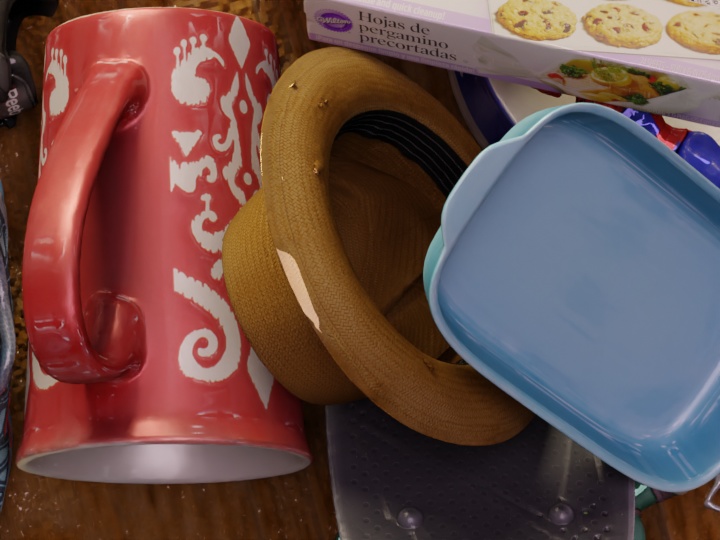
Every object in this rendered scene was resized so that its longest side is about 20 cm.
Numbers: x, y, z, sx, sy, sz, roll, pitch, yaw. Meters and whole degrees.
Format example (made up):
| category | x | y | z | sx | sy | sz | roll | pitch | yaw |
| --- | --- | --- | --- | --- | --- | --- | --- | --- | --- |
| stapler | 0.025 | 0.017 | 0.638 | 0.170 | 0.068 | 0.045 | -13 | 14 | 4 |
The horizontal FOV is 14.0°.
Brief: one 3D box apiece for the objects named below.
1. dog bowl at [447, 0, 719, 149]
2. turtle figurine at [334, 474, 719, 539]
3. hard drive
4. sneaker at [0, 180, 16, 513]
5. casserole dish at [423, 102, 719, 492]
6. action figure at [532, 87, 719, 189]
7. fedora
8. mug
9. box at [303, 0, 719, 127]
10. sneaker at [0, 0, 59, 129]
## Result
| category | x | y | z | sx | sy | sz | roll | pitch | yaw |
| --- | --- | --- | --- | --- | --- | --- | --- | --- | --- |
| dog bowl | 0.142 | -0.120 | 1.389 | 0.200 | 0.079 | 0.200 | 1 | 82 | -5 |
| turtle figurine | 0.096 | 0.133 | 1.333 | 0.200 | 0.101 | 0.150 | 22 | 36 | 10 |
| hard drive | 0.051 | 0.068 | 1.305 | 0.135 | 0.042 | 0.200 | -2 | 41 | -1 |
| sneaker | -0.193 | 0.044 | 1.307 | 0.079 | 0.096 | 0.200 | -4 | 105 | -12 |
| casserole dish | 0.106 | 0.009 | 1.229 | 0.200 | 0.039 | 0.121 | 36 | 88 | -29 |
| action figure | 0.140 | -0.025 | 1.302 | 0.200 | 0.065 | 0.099 | 37 | 72 | 0 |
| fedora | 0.000 | 0.000 | 1.262 | 0.082 | 0.201 | 0.201 | -27 | 84 | 30 |
| mug | -0.086 | -0.014 | 1.310 | 0.133 | 0.178 | 0.200 | 1 | 78 | -7 |
| box | 0.076 | -0.105 | 1.270 | 0.200 | 0.039 | 0.041 | 14 | 64 | 9 |
| sneaker | -0.207 | -0.078 | 1.355 | 0.098 | 0.071 | 0.201 | 29 | 79 | 2 |
